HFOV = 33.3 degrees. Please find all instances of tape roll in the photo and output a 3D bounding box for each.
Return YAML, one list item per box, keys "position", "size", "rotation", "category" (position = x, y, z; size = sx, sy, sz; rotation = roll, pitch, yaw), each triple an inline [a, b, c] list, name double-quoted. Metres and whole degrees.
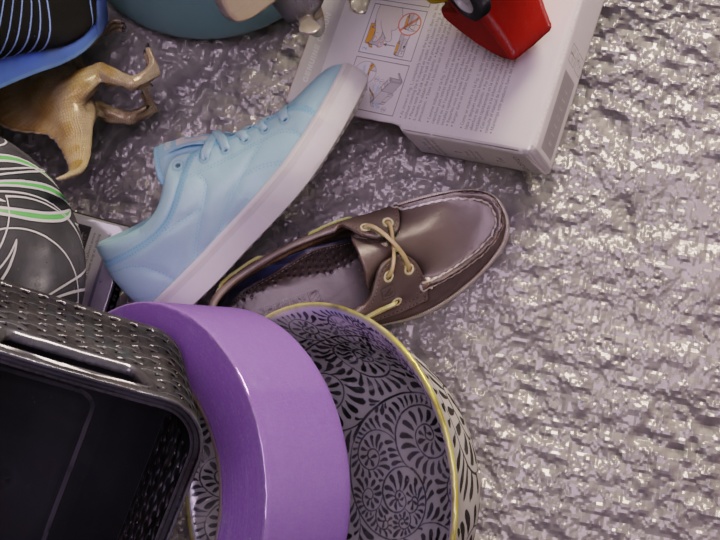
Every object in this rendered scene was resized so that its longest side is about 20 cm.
- position: [-0.099, 0.119, 0.661]
  size: [0.199, 0.065, 0.203]
  rotation: [-5, 82, 40]
  category: "tape roll"

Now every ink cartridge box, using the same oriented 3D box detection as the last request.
- position: [0.065, -0.175, 0.769]
  size: [0.175, 0.045, 0.202]
  rotation: [15, 80, 28]
  category: "ink cartridge box"

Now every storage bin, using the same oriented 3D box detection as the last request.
- position: [-0.170, 0.119, 0.571]
  size: [0.134, 0.094, 0.202]
  rotation: [19, 103, -20]
  category: "storage bin"

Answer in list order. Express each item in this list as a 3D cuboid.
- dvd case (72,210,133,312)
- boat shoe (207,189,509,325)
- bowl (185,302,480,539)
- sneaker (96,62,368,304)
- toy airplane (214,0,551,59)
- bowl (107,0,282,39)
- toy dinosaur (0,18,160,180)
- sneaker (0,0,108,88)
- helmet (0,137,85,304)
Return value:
- position: [-0.257, 0.020, 0.762]
  size: [0.198, 0.025, 0.152]
  rotation: [15, 81, 5]
  category: "dvd case"
- position: [0.000, 0.000, 0.733]
  size: [0.198, 0.060, 0.072]
  rotation: [-21, 79, -1]
  category: "boat shoe"
- position: [0.001, 0.121, 0.678]
  size: [0.199, 0.094, 0.203]
  rotation: [-4, 83, 41]
  category: "bowl"
- position: [-0.081, -0.060, 0.723]
  size: [0.082, 0.074, 0.200]
  rotation: [42, 92, -10]
  category: "sneaker"
- position: [0.018, -0.227, 0.699]
  size: [0.198, 0.141, 0.202]
  rotation: [4, 87, -12]
  category: "toy airplane"
- position: [-0.103, -0.259, 0.757]
  size: [0.198, 0.105, 0.203]
  rotation: [-1, 79, 6]
  category: "bowl"
- position: [-0.176, -0.104, 0.744]
  size: [0.100, 0.059, 0.200]
  rotation: [-20, 48, -20]
  category: "toy dinosaur"
- position: [-0.208, -0.153, 0.677]
  size: [0.069, 0.200, 0.079]
  rotation: [14, 123, 17]
  category: "sneaker"
- position: [-0.253, 0.006, 0.665]
  size: [0.190, 0.200, 0.201]
  rotation: [-33, 80, 12]
  category: "helmet"
